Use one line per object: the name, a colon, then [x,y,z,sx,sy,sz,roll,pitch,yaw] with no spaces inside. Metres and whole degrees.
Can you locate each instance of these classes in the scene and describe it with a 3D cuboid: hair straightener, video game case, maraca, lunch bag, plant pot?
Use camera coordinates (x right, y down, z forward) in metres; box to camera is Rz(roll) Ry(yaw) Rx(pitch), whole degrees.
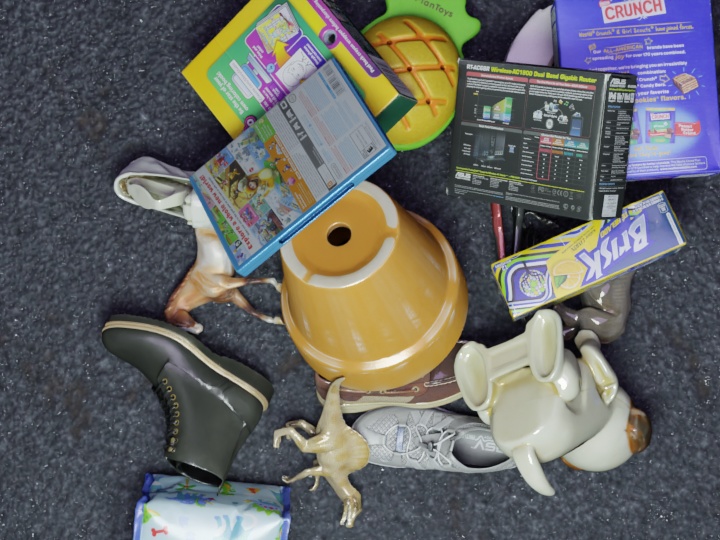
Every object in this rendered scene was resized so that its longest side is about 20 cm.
hair straightener: [0.185,-0.043,1.657,0.077,0.041,0.201,-4,84,-1]
video game case: [-0.072,-0.106,1.500,0.200,0.018,0.143,-38,54,11]
maraca: [0.054,-0.228,1.628,0.137,0.107,0.201,24,80,-7]
lunch bag: [-0.167,0.336,1.615,0.169,0.127,0.201,7,102,-3]
plant pot: [0.000,0.000,1.549,0.199,0.183,0.201,-6,63,12]

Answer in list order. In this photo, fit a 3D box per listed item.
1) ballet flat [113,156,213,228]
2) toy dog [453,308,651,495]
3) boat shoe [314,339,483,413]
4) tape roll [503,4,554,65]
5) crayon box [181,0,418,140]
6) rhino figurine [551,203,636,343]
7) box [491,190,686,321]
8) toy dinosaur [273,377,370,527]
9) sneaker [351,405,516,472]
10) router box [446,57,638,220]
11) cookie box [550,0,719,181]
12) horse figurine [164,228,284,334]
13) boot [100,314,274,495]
ballet flat: [-0.185,-0.076,1.598,0.200,0.069,0.070,16,89,32]
toy dog: [0.228,0.151,1.594,0.139,0.200,0.194,-36,51,29]
boat shoe: [0.046,0.107,1.630,0.199,0.072,0.072,-8,58,3]
tape roll: [0.256,-0.208,1.665,0.202,0.037,0.204,0,90,-1]
crayon box: [-0.067,-0.195,1.580,0.173,0.058,0.200,-43,72,17]
rhino figurine: [0.270,-0.013,1.652,0.087,0.060,0.201,14,88,3]
box: [0.243,-0.014,1.590,0.199,0.070,0.064,-24,82,3]
toy dinosaur: [-0.039,0.186,1.629,0.101,0.058,0.201,2,119,15]
sneaker: [0.086,0.184,1.634,0.199,0.082,0.075,1,89,1]
router box: [0.187,-0.141,1.561,0.200,0.062,0.150,14,103,42]
cookie box: [0.298,-0.198,1.609,0.171,0.075,0.201,-4,90,0]
horse figurine: [-0.142,-0.022,1.644,0.132,0.050,0.201,8,95,11]
boot: [-0.208,0.142,1.604,0.199,0.078,0.139,24,57,0]
